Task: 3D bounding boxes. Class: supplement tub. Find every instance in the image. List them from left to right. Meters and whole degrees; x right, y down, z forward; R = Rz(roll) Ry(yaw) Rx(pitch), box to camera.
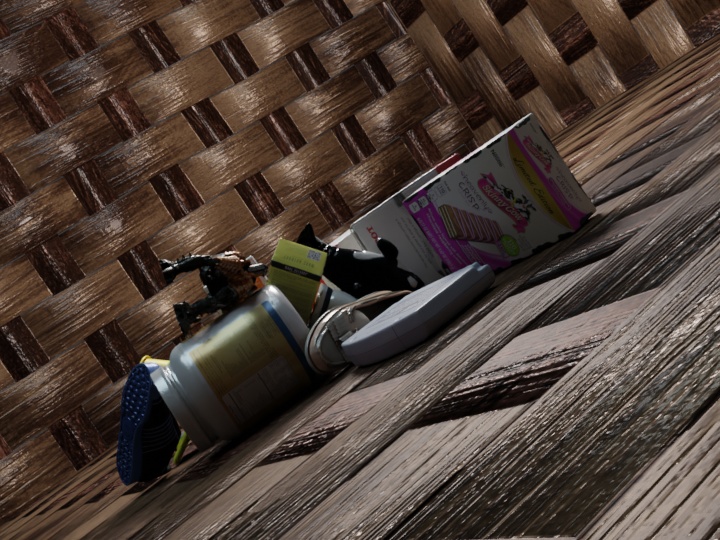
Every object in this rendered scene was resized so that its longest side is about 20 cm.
[{"bbox_3d":[-0.158,0.129,1.322,0.199,0.145,0.145,-34,2,-9],"label":"supplement tub"}]

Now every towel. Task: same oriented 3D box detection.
[{"bbox_3d":[-0.235,0.188,1.513,0.086,0.018,0.201,-119,53,-86],"label":"towel"}]

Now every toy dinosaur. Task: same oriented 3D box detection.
[{"bbox_3d":[-0.186,0.007,1.318,0.135,0.103,0.201,-17,-31,-10],"label":"toy dinosaur"}]

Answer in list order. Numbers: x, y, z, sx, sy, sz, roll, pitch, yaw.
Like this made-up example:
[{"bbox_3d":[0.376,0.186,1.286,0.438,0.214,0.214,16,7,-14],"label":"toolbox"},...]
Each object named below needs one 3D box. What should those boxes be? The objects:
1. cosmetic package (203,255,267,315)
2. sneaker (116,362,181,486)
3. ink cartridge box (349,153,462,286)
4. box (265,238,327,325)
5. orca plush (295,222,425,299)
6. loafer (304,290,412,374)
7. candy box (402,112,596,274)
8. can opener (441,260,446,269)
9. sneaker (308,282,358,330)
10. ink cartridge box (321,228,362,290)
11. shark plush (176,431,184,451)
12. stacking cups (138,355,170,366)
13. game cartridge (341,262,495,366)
[{"bbox_3d":[-0.172,0.085,1.725,0.101,0.201,0.071,-34,3,-3],"label":"cosmetic package"},{"bbox_3d":[-0.289,0.210,1.414,0.077,0.070,0.201,-8,-53,-39],"label":"sneaker"},{"bbox_3d":[0.101,-0.060,1.539,0.199,0.147,0.083,-33,1,-3],"label":"ink cartridge box"},{"bbox_3d":[-0.103,0.051,1.426,0.050,0.075,0.201,-73,0,-48],"label":"box"},{"bbox_3d":[0.000,0.000,1.430,0.105,0.199,0.071,-49,9,17],"label":"orca plush"},{"bbox_3d":[0.003,0.069,1.310,0.063,0.072,0.200,-23,6,38],"label":"loafer"},{"bbox_3d":[0.159,-0.076,1.191,0.061,0.137,0.200,-38,4,-41],"label":"candy box"},{"bbox_3d":[0.185,-0.049,1.411,0.063,0.079,0.200,16,39,32],"label":"can opener"},{"bbox_3d":[-0.037,0.089,1.499,0.200,0.080,0.077,108,176,-67],"label":"sneaker"},{"bbox_3d":[-0.050,-0.001,1.653,0.199,0.067,0.116,-37,5,-20],"label":"ink cartridge box"},{"bbox_3d":[-0.237,0.237,1.716,0.201,0.090,0.083,-59,-5,-30],"label":"shark plush"},{"bbox_3d":[-0.214,0.155,1.430,0.198,0.061,0.061,2,10,10],"label":"stacking cups"},{"bbox_3d":[0.058,0.056,1.168,0.133,0.041,0.200,-32,1,-28],"label":"game cartridge"}]
